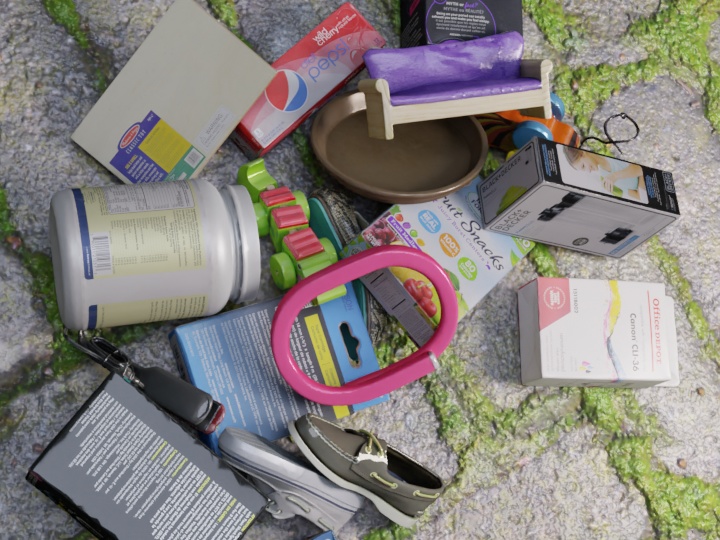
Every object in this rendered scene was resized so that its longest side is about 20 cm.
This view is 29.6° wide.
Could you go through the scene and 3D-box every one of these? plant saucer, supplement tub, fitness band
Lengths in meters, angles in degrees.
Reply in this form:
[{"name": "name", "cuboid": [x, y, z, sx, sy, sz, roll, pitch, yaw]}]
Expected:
[{"name": "plant saucer", "cuboid": [0.043, -0.138, 1.519, 0.198, 0.030, 0.201, 3, 44, -3]}, {"name": "supplement tub", "cuboid": [-0.213, -0.019, 1.405, 0.198, 0.145, 0.146, -6, 79, -17]}, {"name": "fitness band", "cuboid": [0.005, 0.057, 1.397, 0.199, 0.037, 0.144, -24, 105, 1]}]

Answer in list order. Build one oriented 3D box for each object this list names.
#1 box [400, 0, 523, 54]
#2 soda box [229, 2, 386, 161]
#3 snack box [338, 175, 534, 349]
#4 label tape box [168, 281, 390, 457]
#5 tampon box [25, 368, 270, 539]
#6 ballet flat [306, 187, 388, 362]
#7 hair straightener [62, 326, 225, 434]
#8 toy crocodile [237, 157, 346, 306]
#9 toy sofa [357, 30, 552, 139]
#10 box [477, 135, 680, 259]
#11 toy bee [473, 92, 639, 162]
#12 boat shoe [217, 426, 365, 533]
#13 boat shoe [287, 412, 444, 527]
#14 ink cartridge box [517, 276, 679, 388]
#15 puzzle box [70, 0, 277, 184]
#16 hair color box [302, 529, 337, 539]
[{"name": "box", "cuboid": [0.116, -0.331, 1.590, 0.121, 0.106, 0.202, 4, 77, -14]}, {"name": "soda box", "cuboid": [-0.066, -0.212, 1.535, 0.070, 0.063, 0.200, 47, 71, -1]}, {"name": "snack box", "cuboid": [0.088, -0.024, 1.507, 0.142, 0.053, 0.200, 51, 49, -1]}, {"name": "label tape box", "cuboid": [-0.088, 0.105, 1.454, 0.199, 0.063, 0.145, -16, 83, -18]}, {"name": "tampon box", "cuboid": [-0.213, 0.217, 1.347, 0.200, 0.150, 0.126, 41, 71, -3]}, {"name": "ballet flat", "cuboid": [0.000, 0.000, 1.508, 0.075, 0.068, 0.201, -11, 78, -32]}, {"name": "hair straightener", "cuboid": [-0.228, 0.097, 1.381, 0.199, 0.077, 0.041, 32, 79, 22]}, {"name": "toy crocodile", "cuboid": [-0.075, -0.041, 1.467, 0.067, 0.062, 0.201, -16, 52, -20]}, {"name": "toy sofa", "cuboid": [0.102, -0.202, 1.477, 0.198, 0.083, 0.098, -8, 101, -12]}, {"name": "box", "cuboid": [0.245, -0.078, 1.535, 0.199, 0.117, 0.061, 12, 59, -29]}, {"name": "toy bee", "cuboid": [0.208, -0.144, 1.584, 0.200, 0.109, 0.131, 36, 61, 26]}, {"name": "boat shoe", "cuboid": [-0.075, 0.224, 1.390, 0.199, 0.073, 0.067, 32, 89, -36]}, {"name": "boat shoe", "cuboid": [0.007, 0.197, 1.418, 0.060, 0.072, 0.201, -42, 124, 15]}, {"name": "ink cartridge box", "cuboid": [0.286, 0.073, 1.564, 0.198, 0.067, 0.117, 2, 77, -15]}, {"name": "puzzle box", "cuboid": [-0.200, -0.178, 1.462, 0.133, 0.025, 0.200, 40, 99, -4]}, {"name": "hair color box", "cuboid": [-0.113, 0.333, 1.375, 0.199, 0.100, 0.061, -23, 83, -20]}]
